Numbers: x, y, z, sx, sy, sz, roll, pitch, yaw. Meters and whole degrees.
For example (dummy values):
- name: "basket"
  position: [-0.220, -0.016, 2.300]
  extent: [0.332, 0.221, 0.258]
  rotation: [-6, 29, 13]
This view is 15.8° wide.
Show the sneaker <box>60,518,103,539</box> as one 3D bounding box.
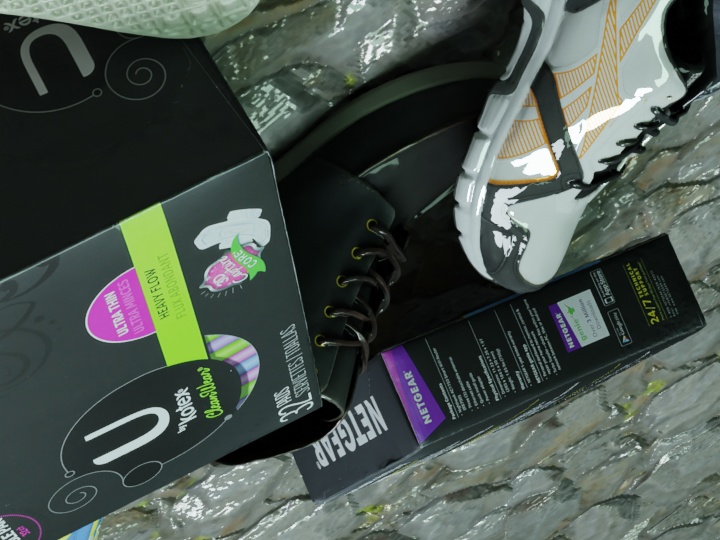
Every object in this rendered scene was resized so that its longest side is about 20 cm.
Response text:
- name: "sneaker"
  position: [-0.131, 0.105, 1.184]
  extent: [0.105, 0.076, 0.200]
  rotation: [-29, 151, -6]

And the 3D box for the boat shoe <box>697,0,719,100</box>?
- name: "boat shoe"
  position: [0.169, -0.129, 1.105]
  extent: [0.072, 0.068, 0.200]
  rotation: [-16, 148, -24]

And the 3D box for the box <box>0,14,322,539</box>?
- name: "box"
  position: [-0.112, -0.007, 0.975]
  extent: [0.148, 0.124, 0.200]
  rotation: [-27, 152, -9]

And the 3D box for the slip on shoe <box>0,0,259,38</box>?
- name: "slip on shoe"
  position: [-0.123, -0.127, 0.849]
  extent: [0.200, 0.061, 0.074]
  rotation: [10, 146, -33]

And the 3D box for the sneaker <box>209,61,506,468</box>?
- name: "sneaker"
  position: [0.000, 0.000, 1.109]
  extent: [0.200, 0.106, 0.075]
  rotation: [-33, 151, 4]

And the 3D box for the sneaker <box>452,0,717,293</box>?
- name: "sneaker"
  position: [0.097, -0.068, 1.065]
  extent: [0.074, 0.080, 0.200]
  rotation: [-38, 150, -50]

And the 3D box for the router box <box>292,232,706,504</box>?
- name: "router box"
  position: [0.057, 0.050, 1.224]
  extent: [0.149, 0.051, 0.200]
  rotation: [-22, 174, -19]
